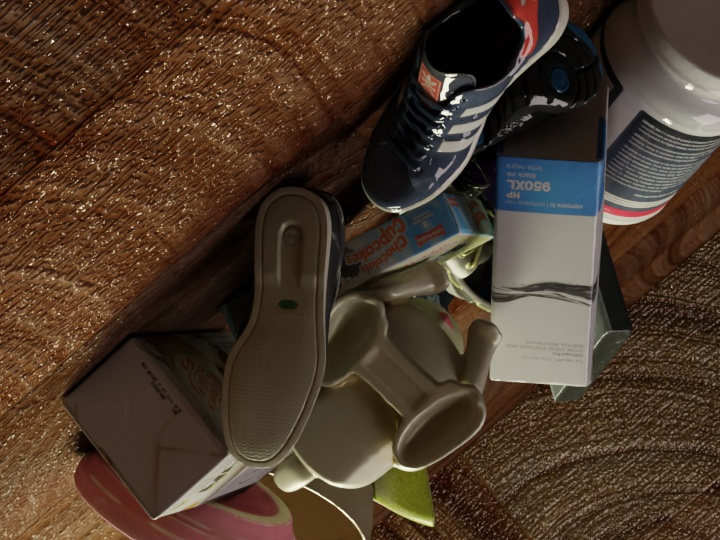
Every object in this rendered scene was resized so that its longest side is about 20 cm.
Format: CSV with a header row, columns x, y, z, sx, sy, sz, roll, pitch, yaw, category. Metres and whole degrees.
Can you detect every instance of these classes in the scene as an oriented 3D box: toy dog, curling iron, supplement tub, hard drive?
x,y,z,sx,sy,sz,roll,pitch,yaw,category
0.025,0.088,1.545,0.194,0.139,0.200,-57,177,19,toy dog
0.067,-0.077,1.547,0.026,0.050,0.200,-40,175,12,curling iron
0.241,-0.144,1.667,0.140,0.141,0.200,-30,166,-40,supplement tub
0.195,0.004,1.897,0.033,0.201,0.140,-3,151,-20,hard drive

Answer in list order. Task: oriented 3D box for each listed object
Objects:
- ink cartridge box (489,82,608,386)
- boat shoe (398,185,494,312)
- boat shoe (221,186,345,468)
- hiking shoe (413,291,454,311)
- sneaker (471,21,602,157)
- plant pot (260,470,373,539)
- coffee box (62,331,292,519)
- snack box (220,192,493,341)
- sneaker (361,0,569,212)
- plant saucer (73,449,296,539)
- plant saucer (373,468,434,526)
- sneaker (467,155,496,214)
x,y,z,sx,sy,sz,roll,pitch,yaw,category
0.148,-0.030,1.581,0.145,0.084,0.201,-75,166,-61,ink cartridge box
0.089,-0.025,1.688,0.072,0.060,0.202,-55,149,-11,boat shoe
-0.050,0.041,1.421,0.068,0.071,0.201,-15,116,-78,boat shoe
0.051,-0.008,1.801,0.087,0.074,0.200,-62,170,-3,hiking shoe
0.098,-0.131,1.484,0.199,0.074,0.082,-25,180,-39,sneaker
-0.072,0.175,1.834,0.200,0.199,0.135,123,-12,-56,plant pot
-0.127,0.114,1.529,0.080,0.115,0.200,-42,168,12,coffee box
0.000,0.000,1.575,0.199,0.037,0.116,-27,172,15,snack box
0.053,-0.119,1.343,0.200,0.075,0.084,-54,162,24,sneaker
-0.133,0.188,1.625,0.051,0.200,0.200,-64,165,7,plant saucer
0.018,0.140,1.902,0.048,0.201,0.200,-9,178,-7,plant saucer
0.154,-0.097,1.774,0.100,0.070,0.200,-49,172,18,sneaker
